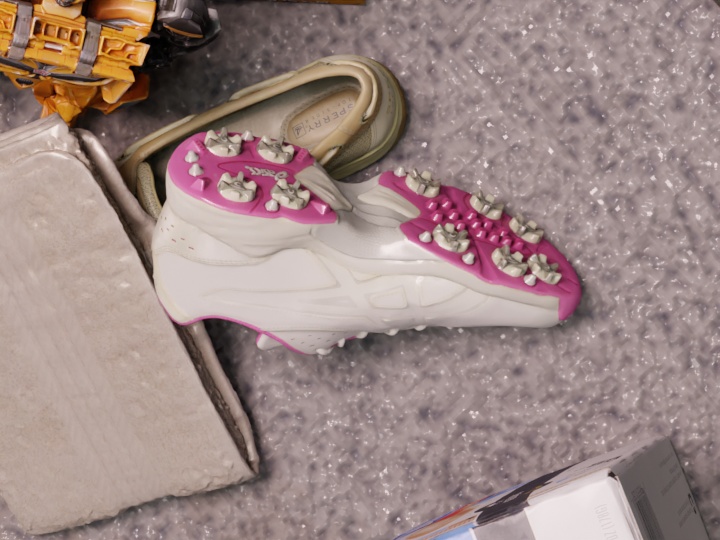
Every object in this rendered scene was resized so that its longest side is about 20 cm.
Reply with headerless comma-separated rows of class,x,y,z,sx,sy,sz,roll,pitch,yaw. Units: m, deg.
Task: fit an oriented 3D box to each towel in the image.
towel,-0.144,0.030,0.900,0.132,0.034,0.200,-17,112,19

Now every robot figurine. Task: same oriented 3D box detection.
robot figurine,-0.145,-0.103,0.842,0.145,0.200,0.058,12,84,-18

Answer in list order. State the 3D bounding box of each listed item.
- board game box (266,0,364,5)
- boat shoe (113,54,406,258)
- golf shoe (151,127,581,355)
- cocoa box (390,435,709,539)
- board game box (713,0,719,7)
board game box,-0.110,-0.162,0.862,0.200,0.165,0.057,4,91,15
boat shoe,-0.074,-0.042,0.904,0.201,0.063,0.073,-25,84,13
golf shoe,0.000,0.000,0.867,0.200,0.075,0.092,15,121,-14
cocoa box,0.080,0.156,0.793,0.131,0.200,0.133,-22,84,14
board game box,0.245,-0.131,0.825,0.200,0.062,0.200,-29,84,12
